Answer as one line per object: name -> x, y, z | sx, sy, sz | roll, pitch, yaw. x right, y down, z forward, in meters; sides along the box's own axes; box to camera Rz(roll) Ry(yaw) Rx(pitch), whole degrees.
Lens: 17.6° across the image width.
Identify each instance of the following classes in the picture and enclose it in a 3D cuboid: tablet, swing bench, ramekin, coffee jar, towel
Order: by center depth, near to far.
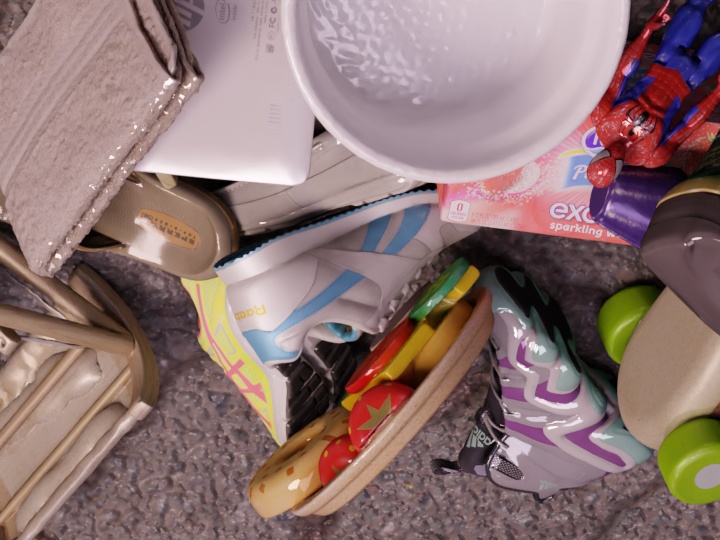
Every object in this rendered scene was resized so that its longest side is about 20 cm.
ramekin -> 0.045, -0.157, 1.335 | 0.200, 0.098, 0.201 | -3, 104, -11
coffee jar -> 0.248, -0.055, 1.369 | 0.104, 0.200, 0.085 | 44, 153, -16
tablet -> -0.085, -0.155, 1.396 | 0.130, 0.014, 0.201 | 6, 94, 13
towel -> -0.172, -0.104, 1.411 | 0.034, 0.133, 0.200 | 2, 141, -41
swing bench -> -0.270, 0.078, 1.562 | 0.200, 0.130, 0.199 | 29, 118, -27

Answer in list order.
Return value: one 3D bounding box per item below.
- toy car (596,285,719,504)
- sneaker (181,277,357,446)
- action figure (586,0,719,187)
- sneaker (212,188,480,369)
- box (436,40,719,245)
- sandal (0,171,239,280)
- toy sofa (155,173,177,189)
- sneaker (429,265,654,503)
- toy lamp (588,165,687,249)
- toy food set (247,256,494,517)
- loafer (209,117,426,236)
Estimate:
toy car -> 0.287, 0.066, 1.563 | 0.200, 0.164, 0.158 | 14, 124, -26
sneaker -> -0.066, 0.051, 1.589 | 0.090, 0.078, 0.200 | 23, 149, 32
action figure -> 0.196, -0.129, 1.406 | 0.065, 0.052, 0.200 | 37, 78, -2
sneaker -> 0.000, 0.000, 1.498 | 0.200, 0.076, 0.081 | -21, 92, -32
box -> 0.153, -0.085, 1.480 | 0.199, 0.095, 0.103 | 8, 123, -8
sandal -> -0.175, -0.041, 1.496 | 0.200, 0.054, 0.081 | 21, 119, 13
toy sofa -> -0.060, -0.142, 1.441 | 0.200, 0.083, 0.098 | -23, 123, 13
sneaker -> 0.099, 0.095, 1.614 | 0.140, 0.078, 0.200 | -31, 120, 17
toy lamp -> 0.238, -0.022, 1.435 | 0.199, 0.058, 0.058 | 15, 123, -12
toy food set -> 0.014, 0.079, 1.510 | 0.049, 0.198, 0.200 | 41, 153, -4
loafer -> -0.032, -0.068, 1.486 | 0.200, 0.070, 0.070 | -16, 93, 35
